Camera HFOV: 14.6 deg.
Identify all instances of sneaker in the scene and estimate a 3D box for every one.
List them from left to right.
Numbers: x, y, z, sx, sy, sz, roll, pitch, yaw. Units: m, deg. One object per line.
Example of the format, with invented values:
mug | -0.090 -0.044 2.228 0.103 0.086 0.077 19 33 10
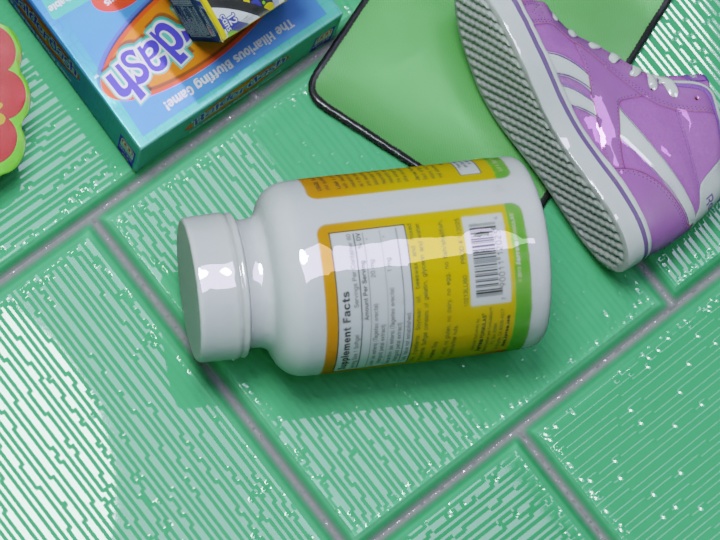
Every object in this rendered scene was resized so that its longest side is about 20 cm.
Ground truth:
sneaker | 0.142 -0.110 1.672 0.114 0.073 0.201 -33 92 -20

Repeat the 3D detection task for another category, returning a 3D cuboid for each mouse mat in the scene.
mouse mat | 0.081 -0.142 1.705 0.160 0.008 0.200 33 71 1

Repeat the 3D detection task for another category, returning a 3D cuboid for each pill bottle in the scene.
pill bottle | 0.000 0.000 1.597 0.199 0.111 0.112 -7 75 -11

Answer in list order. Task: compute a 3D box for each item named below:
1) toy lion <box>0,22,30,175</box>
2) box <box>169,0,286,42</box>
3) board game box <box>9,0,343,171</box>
toy lion | -0.287 -0.077 1.588 0.191 0.069 0.201 17 88 -18
box | -0.109 -0.231 1.586 0.070 0.064 0.201 -34 106 -16
board game box | -0.130 -0.183 1.663 0.152 0.045 0.200 -36 83 -17
